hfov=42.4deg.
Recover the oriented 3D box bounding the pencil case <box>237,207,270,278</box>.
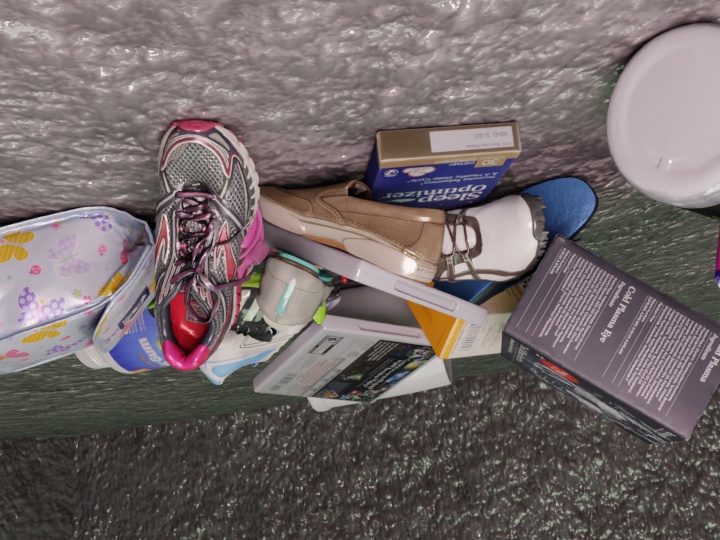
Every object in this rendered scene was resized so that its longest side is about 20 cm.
[{"bbox_3d":[-0.141,-0.007,0.878,0.093,0.091,0.200,28,158,-3],"label":"pencil case"}]

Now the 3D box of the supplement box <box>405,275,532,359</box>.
[{"bbox_3d":[0.164,0.031,1.133,0.198,0.127,0.074,-4,133,-27],"label":"supplement box"}]

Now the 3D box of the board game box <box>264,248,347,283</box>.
[{"bbox_3d":[-0.024,-0.013,1.078,0.197,0.039,0.158,-7,167,-3],"label":"board game box"}]

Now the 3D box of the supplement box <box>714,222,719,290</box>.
[{"bbox_3d":[0.380,-0.035,0.808,0.100,0.201,0.104,-16,125,37],"label":"supplement box"}]

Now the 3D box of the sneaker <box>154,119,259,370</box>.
[{"bbox_3d":[-0.122,-0.017,0.718,0.079,0.202,0.075,5,-153,4],"label":"sneaker"}]

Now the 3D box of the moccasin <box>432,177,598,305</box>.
[{"bbox_3d":[0.161,-0.030,0.969,0.199,0.081,0.068,-34,161,24],"label":"moccasin"}]

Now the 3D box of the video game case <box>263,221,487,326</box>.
[{"bbox_3d":[0.000,0.000,0.920,0.181,0.022,0.199,21,-179,-42],"label":"video game case"}]

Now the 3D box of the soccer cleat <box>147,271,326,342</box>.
[{"bbox_3d":[-0.133,0.041,1.006,0.197,0.082,0.068,-10,-169,8],"label":"soccer cleat"}]

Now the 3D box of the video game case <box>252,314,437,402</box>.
[{"bbox_3d":[-0.013,0.114,1.156,0.180,0.024,0.200,10,147,-29],"label":"video game case"}]

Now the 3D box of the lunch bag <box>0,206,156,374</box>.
[{"bbox_3d":[-0.287,0.021,0.906,0.198,0.129,0.170,-19,172,-16],"label":"lunch bag"}]

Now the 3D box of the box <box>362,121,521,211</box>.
[{"bbox_3d":[0.063,-0.081,0.850,0.119,0.033,0.200,-5,168,-7],"label":"box"}]

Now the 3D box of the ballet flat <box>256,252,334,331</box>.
[{"bbox_3d":[-0.064,0.021,0.828,0.067,0.064,0.200,21,179,1],"label":"ballet flat"}]

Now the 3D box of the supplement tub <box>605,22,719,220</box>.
[{"bbox_3d":[0.279,-0.097,0.681,0.122,0.124,0.199,-18,163,41],"label":"supplement tub"}]

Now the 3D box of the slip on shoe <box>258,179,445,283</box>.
[{"bbox_3d":[-0.012,-0.049,0.803,0.199,0.061,0.076,24,-171,38],"label":"slip on shoe"}]

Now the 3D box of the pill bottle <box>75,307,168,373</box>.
[{"bbox_3d":[-0.258,0.065,1.140,0.198,0.114,0.112,-15,165,28],"label":"pill bottle"}]

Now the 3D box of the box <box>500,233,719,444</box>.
[{"bbox_3d":[0.235,0.073,0.883,0.181,0.105,0.200,30,174,13],"label":"box"}]

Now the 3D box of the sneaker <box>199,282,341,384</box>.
[{"bbox_3d":[-0.107,0.065,1.088,0.199,0.073,0.072,-27,-138,-31],"label":"sneaker"}]

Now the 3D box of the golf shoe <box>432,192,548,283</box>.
[{"bbox_3d":[0.091,-0.023,0.873,0.093,0.079,0.199,-1,168,-31],"label":"golf shoe"}]

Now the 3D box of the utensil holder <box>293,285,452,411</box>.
[{"bbox_3d":[0.020,0.100,1.329,0.197,0.172,0.170,-12,167,10],"label":"utensil holder"}]
